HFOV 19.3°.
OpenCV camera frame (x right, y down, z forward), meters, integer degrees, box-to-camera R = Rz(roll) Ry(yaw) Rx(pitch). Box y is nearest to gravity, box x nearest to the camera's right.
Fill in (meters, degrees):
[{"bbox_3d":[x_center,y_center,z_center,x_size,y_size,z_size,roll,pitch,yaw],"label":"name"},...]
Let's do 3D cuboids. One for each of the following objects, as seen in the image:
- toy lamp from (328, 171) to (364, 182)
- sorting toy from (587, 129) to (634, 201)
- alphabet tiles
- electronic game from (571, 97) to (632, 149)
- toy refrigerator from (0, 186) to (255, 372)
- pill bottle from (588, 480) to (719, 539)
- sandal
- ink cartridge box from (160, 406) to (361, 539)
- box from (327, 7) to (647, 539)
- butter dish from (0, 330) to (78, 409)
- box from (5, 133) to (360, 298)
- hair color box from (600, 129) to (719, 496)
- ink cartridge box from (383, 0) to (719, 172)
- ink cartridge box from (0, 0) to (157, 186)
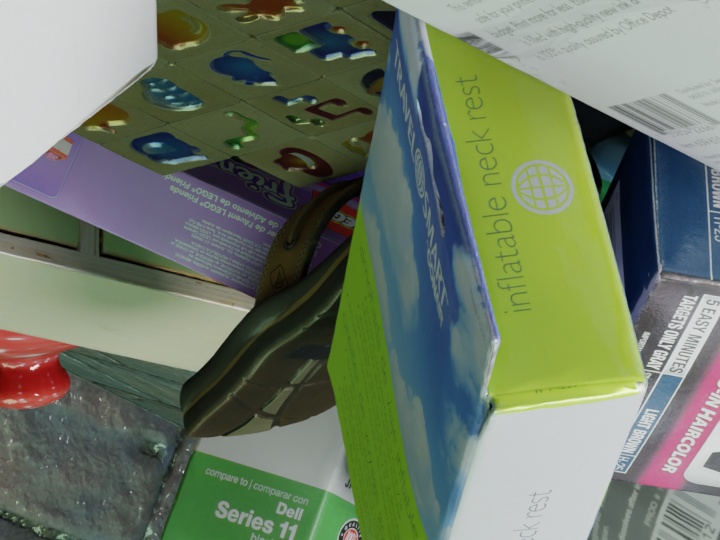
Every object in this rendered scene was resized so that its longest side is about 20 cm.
[{"bbox_3d":[-0.018,-0.078,0.723,0.058,0.059,0.200,21,169,10],"label":"toy lamp"},{"bbox_3d":[0.131,-0.020,0.752,0.199,0.037,0.185,13,166,44],"label":"sorting toy"},{"bbox_3d":[-0.044,-0.069,0.638,0.166,0.008,0.199,-13,155,37],"label":"alphabet tiles"},{"bbox_3d":[0.114,-0.009,0.641,0.198,0.042,0.201,9,145,6],"label":"electronic game"},{"bbox_3d":[-0.103,-0.015,0.888,0.199,0.077,0.070,14,148,-28],"label":"toy refrigerator"},{"bbox_3d":[0.100,0.054,0.799,0.199,0.116,0.116,30,176,31],"label":"pill bottle"},{"bbox_3d":[0.000,0.000,0.750,0.081,0.055,0.200,2,152,-38],"label":"sandal"},{"bbox_3d":[0.002,0.064,1.027,0.082,0.202,0.146,13,168,31],"label":"ink cartridge box"},{"bbox_3d":[0.029,0.023,0.585,0.047,0.123,0.201,-5,147,-11],"label":"box"},{"bbox_3d":[-0.170,-0.005,1.037,0.198,0.149,0.199,-15,-164,-38],"label":"butter dish"},{"bbox_3d":[-0.084,-0.058,0.840,0.199,0.039,0.137,24,-155,-10],"label":"box"},{"bbox_3d":[0.161,0.022,0.592,0.198,0.061,0.100,9,143,-8],"label":"hair color box"},{"bbox_3d":[0.051,-0.089,0.470,0.199,0.067,0.116,25,170,-16],"label":"ink cartridge box"},{"bbox_3d":[-0.153,-0.121,0.522,0.199,0.086,0.149,18,128,21],"label":"ink cartridge box"}]
